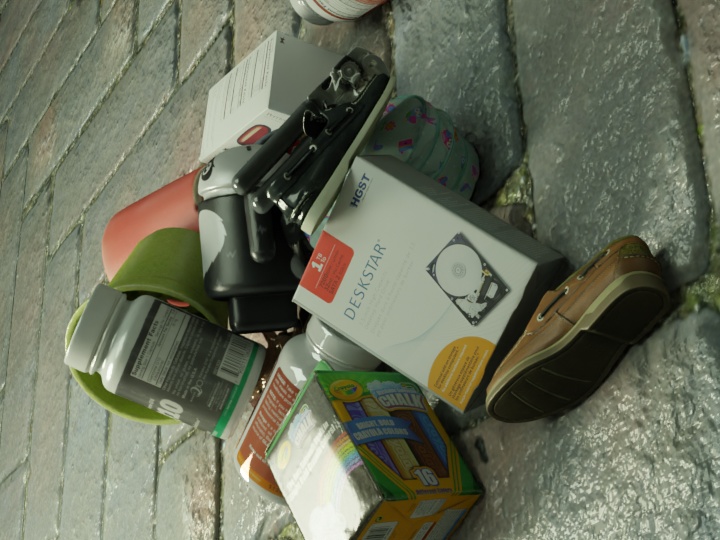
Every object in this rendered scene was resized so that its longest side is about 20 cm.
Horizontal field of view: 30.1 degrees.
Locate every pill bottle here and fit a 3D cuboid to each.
[{"bbox_3d":[-0.212,0.096,1.461,0.113,0.199,0.114,-156,90,-84],"label":"pill bottle"},{"bbox_3d":[-0.049,0.142,1.420,0.201,0.111,0.112,-64,30,22],"label":"pill bottle"},{"bbox_3d":[-0.006,-0.364,1.596,0.200,0.111,0.113,-17,62,59],"label":"pill bottle"}]

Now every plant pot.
[{"bbox_3d":[-0.234,0.050,1.613,0.201,0.199,0.185,-57,13,31],"label":"plant pot"},{"bbox_3d":[-0.213,-0.038,1.765,0.177,0.199,0.202,-35,47,38],"label":"plant pot"}]

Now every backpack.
[{"bbox_3d":[0.019,-0.091,1.361,0.199,0.126,0.168,-13,57,33],"label":"backpack"}]

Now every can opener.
[{"bbox_3d":[-0.048,-0.140,1.339,0.200,0.053,0.067,-47,2,-7],"label":"can opener"}]

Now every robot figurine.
[{"bbox_3d":[-0.114,-0.034,1.443,0.149,0.124,0.202,-8,85,42],"label":"robot figurine"}]

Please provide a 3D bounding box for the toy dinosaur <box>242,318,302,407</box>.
[{"bbox_3d":[-0.100,0.126,1.580,0.200,0.085,0.137,-45,47,54],"label":"toy dinosaur"}]

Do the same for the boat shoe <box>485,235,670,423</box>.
[{"bbox_3d":[0.177,0.052,1.113,0.200,0.072,0.068,-43,37,32],"label":"boat shoe"}]

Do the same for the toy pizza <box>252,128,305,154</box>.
[{"bbox_3d":[-0.104,-0.079,1.595,0.032,0.200,0.202,33,110,26],"label":"toy pizza"}]

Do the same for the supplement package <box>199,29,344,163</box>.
[{"bbox_3d":[-0.111,-0.205,1.716,0.200,0.113,0.111,-27,52,56],"label":"supplement package"}]

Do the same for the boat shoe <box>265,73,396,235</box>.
[{"bbox_3d":[-0.029,-0.123,1.251,0.200,0.066,0.075,-62,0,-29],"label":"boat shoe"}]

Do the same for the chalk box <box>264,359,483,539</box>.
[{"bbox_3d":[0.000,0.176,1.277,0.125,0.123,0.201,-58,44,31],"label":"chalk box"}]

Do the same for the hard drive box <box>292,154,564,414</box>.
[{"bbox_3d":[0.060,0.009,1.222,0.199,0.077,0.157,31,109,22],"label":"hard drive box"}]

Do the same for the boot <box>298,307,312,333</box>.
[{"bbox_3d":[0.000,0.000,1.454,0.201,0.075,0.074,-61,27,22],"label":"boot"}]
